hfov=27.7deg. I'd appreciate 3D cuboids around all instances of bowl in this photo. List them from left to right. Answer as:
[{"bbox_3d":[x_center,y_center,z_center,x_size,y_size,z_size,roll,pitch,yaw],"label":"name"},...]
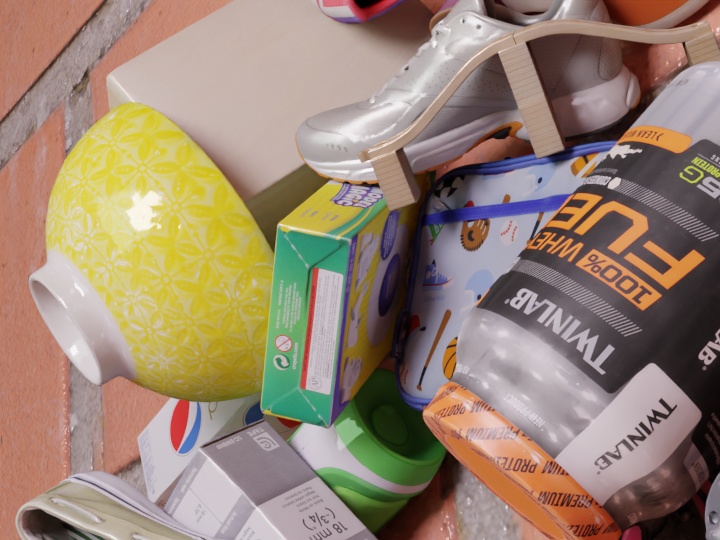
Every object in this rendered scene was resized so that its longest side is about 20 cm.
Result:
[{"bbox_3d":[-0.136,0.009,0.896,0.200,0.108,0.200,44,154,27],"label":"bowl"}]

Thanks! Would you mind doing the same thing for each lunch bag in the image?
[{"bbox_3d":[0.098,0.007,0.807,0.200,0.075,0.161,-3,74,53],"label":"lunch bag"}]

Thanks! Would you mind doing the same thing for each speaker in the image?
[{"bbox_3d":[-0.030,0.149,0.926,0.200,0.088,0.089,-49,42,33],"label":"speaker"}]

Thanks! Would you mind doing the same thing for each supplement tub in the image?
[{"bbox_3d":[0.126,0.019,0.627,0.200,0.123,0.122,-49,34,-10],"label":"supplement tub"}]

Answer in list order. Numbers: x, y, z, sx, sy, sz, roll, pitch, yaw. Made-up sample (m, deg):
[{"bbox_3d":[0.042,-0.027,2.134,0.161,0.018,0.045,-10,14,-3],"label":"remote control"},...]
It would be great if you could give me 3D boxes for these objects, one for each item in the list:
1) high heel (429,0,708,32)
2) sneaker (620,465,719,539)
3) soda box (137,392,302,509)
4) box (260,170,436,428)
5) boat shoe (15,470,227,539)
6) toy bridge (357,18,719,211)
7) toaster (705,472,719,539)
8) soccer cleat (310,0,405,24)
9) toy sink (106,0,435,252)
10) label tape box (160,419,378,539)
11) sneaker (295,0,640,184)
[{"bbox_3d":[0.134,-0.183,0.849,0.200,0.068,0.096,-1,43,39],"label":"high heel"},{"bbox_3d":[0.148,0.101,0.682,0.077,0.084,0.200,19,84,57],"label":"sneaker"},{"bbox_3d":[-0.080,0.094,1.033,0.200,0.068,0.064,-48,44,35],"label":"soda box"},{"bbox_3d":[0.000,0.000,0.872,0.200,0.048,0.118,-51,-30,-64],"label":"box"},{"bbox_3d":[-0.110,0.178,0.817,0.200,0.062,0.072,23,112,29],"label":"boat shoe"},{"bbox_3d":[0.090,-0.094,0.777,0.200,0.067,0.027,-19,12,14],"label":"toy bridge"},{"bbox_3d":[0.222,0.117,0.540,0.114,0.129,0.200,-55,40,26],"label":"toaster"},{"bbox_3d":[0.055,-0.221,0.902,0.200,0.068,0.073,-38,29,-1],"label":"soccer cleat"},{"bbox_3d":[-0.047,-0.102,0.964,0.130,0.200,0.112,47,157,19],"label":"toy sink"},{"bbox_3d":[-0.040,0.210,0.853,0.200,0.063,0.144,43,122,21],"label":"label tape box"},{"bbox_3d":[0.052,-0.113,0.830,0.199,0.092,0.076,-13,22,14],"label":"sneaker"}]
